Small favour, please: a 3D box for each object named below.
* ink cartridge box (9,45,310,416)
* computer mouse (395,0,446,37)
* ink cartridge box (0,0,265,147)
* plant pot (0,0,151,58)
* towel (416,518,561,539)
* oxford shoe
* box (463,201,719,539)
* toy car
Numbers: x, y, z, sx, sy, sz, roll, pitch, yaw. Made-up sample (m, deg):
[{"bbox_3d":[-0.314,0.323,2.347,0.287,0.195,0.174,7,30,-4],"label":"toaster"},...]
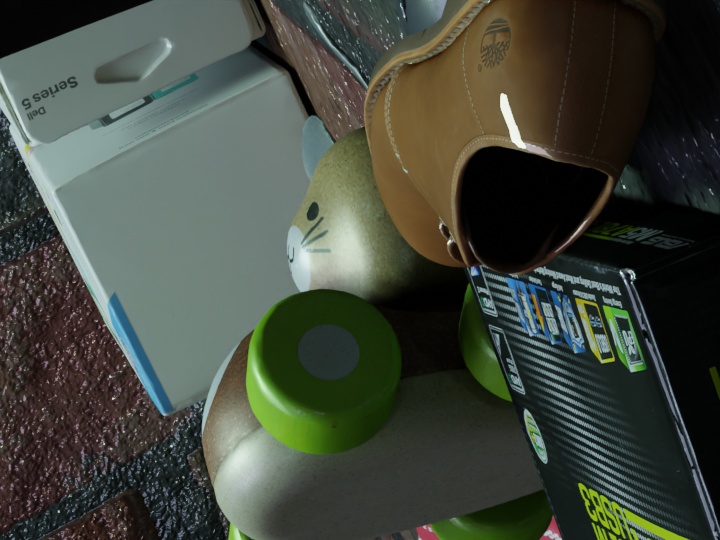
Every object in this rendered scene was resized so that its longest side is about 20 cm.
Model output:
[{"bbox_3d":[-0.096,-0.036,1.553,0.147,0.146,0.200,65,173,-18],"label":"ink cartridge box"},{"bbox_3d":[0.013,-0.119,0.841,0.140,0.046,0.201,50,166,56],"label":"computer mouse"},{"bbox_3d":[-0.154,-0.158,1.513,0.084,0.145,0.200,67,172,-24],"label":"ink cartridge box"},{"bbox_3d":[-0.188,-0.239,1.329,0.200,0.199,0.178,59,162,25],"label":"plant pot"},{"bbox_3d":[0.080,0.148,1.192,0.144,0.022,0.201,20,134,46],"label":"towel"},{"bbox_3d":[0.036,-0.028,0.768,0.200,0.071,0.072,113,165,-74],"label":"oxford shoe"},{"bbox_3d":[0.102,0.075,0.855,0.200,0.047,0.194,-158,49,-76],"label":"box"},{"bbox_3d":[0.000,0.000,1.056,0.165,0.157,0.201,99,156,-59],"label":"toy car"}]
